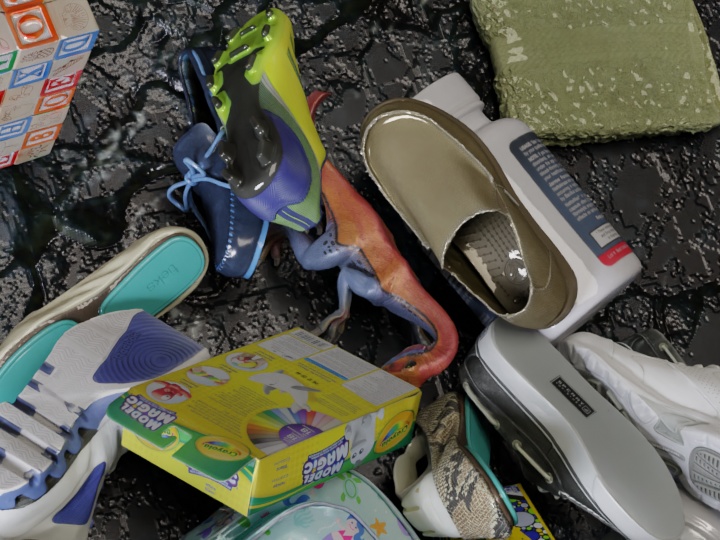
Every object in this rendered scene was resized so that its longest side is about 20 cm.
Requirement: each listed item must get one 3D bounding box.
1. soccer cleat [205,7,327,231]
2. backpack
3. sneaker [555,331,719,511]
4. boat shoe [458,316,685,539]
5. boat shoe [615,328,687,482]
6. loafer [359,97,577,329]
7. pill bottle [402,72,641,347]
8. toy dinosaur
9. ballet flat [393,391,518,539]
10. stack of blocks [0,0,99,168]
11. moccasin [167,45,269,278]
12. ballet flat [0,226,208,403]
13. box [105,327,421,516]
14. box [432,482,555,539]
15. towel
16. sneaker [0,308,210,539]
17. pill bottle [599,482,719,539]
[{"bbox_3d":[-0.060,-0.106,1.576,0.084,0.065,0.201,39,30,-34],"label":"soccer cleat"},{"bbox_3d":[-0.043,0.226,1.476,0.200,0.150,0.178,-40,95,-35],"label":"backpack"},{"bbox_3d":[0.229,0.097,1.592,0.200,0.078,0.099,33,47,28],"label":"sneaker"},{"bbox_3d":[0.146,0.123,1.559,0.071,0.064,0.200,-17,61,-46],"label":"boat shoe"},{"bbox_3d":[0.253,0.125,1.647,0.071,0.072,0.200,-31,78,-21],"label":"boat shoe"},{"bbox_3d":[0.073,-0.042,1.552,0.200,0.067,0.076,45,106,9],"label":"loafer"},{"bbox_3d":[0.101,-0.041,1.642,0.119,0.120,0.200,-35,82,-26],"label":"pill bottle"},{"bbox_3d":[0.000,0.000,1.574,0.105,0.201,0.181,-24,33,-34],"label":"toy dinosaur"},{"bbox_3d":[0.060,0.144,1.532,0.075,0.200,0.068,-26,108,4],"label":"ballet flat"},{"bbox_3d":[-0.257,-0.129,1.519,0.115,0.200,0.059,-19,75,-24],"label":"stack of blocks"},{"bbox_3d":[-0.107,-0.078,1.614,0.068,0.081,0.201,12,44,-22],"label":"moccasin"},{"bbox_3d":[-0.191,0.038,1.549,0.200,0.069,0.070,-37,83,-17],"label":"ballet flat"},{"bbox_3d":[-0.065,0.100,1.468,0.117,0.049,0.199,26,25,32],"label":"box"},{"bbox_3d":[0.106,0.221,1.495,0.070,0.200,0.065,-9,115,-11],"label":"box"},{"bbox_3d":[0.190,-0.168,1.769,0.199,0.036,0.149,-7,71,-21],"label":"towel"},{"bbox_3d":[-0.193,0.118,1.493,0.080,0.116,0.199,32,50,24],"label":"sneaker"},{"bbox_3d":[0.194,0.251,1.556,0.111,0.111,0.200,35,63,-1],"label":"pill bottle"}]
